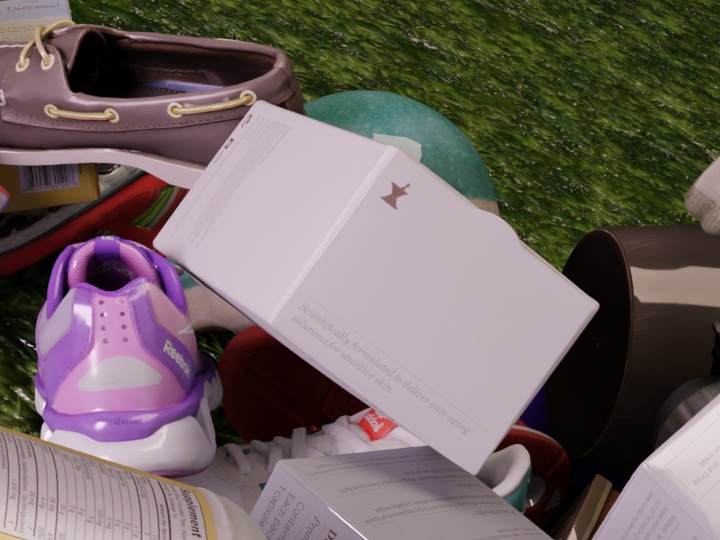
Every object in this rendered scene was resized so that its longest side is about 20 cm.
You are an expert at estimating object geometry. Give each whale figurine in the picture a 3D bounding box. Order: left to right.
[{"bbox_3d":[-0.027,-0.023,1.218,0.159,0.104,0.200,-3,-11,-45],"label":"whale figurine"}]

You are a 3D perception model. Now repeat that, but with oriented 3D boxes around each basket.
[{"bbox_3d":[0.202,0.048,1.243,0.199,0.181,0.136,7,-14,-16],"label":"basket"}]

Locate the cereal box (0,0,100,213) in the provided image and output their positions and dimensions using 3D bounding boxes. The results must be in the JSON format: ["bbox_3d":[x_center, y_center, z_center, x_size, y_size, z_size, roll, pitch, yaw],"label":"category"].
[{"bbox_3d":[-0.207,-0.080,1.253,0.143,0.040,0.200,-8,26,-6],"label":"cereal box"}]

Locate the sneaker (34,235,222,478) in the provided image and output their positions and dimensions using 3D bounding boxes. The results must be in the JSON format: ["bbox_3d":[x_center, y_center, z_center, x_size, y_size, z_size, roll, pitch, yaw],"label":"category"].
[{"bbox_3d":[-0.099,0.026,1.042,0.080,0.089,0.200,-9,10,-6],"label":"sneaker"}]

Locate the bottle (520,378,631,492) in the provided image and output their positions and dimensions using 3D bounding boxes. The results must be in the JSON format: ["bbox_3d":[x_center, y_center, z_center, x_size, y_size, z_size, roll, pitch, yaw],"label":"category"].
[{"bbox_3d":[0.165,0.100,1.324,0.200,0.065,0.084,24,14,-10],"label":"bottle"}]

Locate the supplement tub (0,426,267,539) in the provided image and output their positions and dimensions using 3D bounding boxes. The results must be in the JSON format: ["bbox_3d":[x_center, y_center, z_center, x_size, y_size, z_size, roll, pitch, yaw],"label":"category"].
[{"bbox_3d":[-0.112,0.122,0.775,0.200,0.146,0.145,20,20,-20],"label":"supplement tub"}]

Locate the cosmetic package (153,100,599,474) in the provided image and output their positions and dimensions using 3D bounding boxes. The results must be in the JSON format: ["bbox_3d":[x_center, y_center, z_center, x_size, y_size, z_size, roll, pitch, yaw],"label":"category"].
[{"bbox_3d":[0.000,0.000,1.009,0.108,0.085,0.200,38,-2,-18],"label":"cosmetic package"}]

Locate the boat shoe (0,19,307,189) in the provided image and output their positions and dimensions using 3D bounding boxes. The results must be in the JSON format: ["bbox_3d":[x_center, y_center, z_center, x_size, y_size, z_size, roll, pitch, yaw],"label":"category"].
[{"bbox_3d":[-0.119,-0.082,1.139,0.199,0.060,0.072,11,39,19],"label":"boat shoe"}]

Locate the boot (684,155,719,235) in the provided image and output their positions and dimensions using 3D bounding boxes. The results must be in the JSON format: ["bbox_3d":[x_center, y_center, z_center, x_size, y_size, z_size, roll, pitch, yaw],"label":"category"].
[{"bbox_3d":[0.205,-0.009,0.947,0.155,0.072,0.200,47,-17,0],"label":"boot"}]

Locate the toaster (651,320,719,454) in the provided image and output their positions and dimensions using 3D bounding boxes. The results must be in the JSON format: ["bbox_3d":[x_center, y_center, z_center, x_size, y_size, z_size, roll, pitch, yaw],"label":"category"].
[{"bbox_3d":[0.201,0.128,1.126,0.113,0.200,0.129,-16,38,-11],"label":"toaster"}]

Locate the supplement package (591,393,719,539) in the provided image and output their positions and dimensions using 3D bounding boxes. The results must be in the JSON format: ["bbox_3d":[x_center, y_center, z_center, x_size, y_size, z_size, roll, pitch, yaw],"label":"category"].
[{"bbox_3d":[0.195,0.131,0.932,0.117,0.117,0.200,-37,73,-26],"label":"supplement package"}]

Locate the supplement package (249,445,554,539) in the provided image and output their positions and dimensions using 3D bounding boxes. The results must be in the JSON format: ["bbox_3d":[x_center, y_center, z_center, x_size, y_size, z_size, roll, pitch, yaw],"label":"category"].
[{"bbox_3d":[0.045,0.166,0.916,0.200,0.114,0.109,37,20,29],"label":"supplement package"}]

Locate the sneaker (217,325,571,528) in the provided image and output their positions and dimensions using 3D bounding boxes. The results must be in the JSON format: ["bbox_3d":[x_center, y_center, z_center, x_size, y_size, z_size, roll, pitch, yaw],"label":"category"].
[{"bbox_3d":[-0.002,0.064,1.214,0.200,0.078,0.116,29,6,-33],"label":"sneaker"}]

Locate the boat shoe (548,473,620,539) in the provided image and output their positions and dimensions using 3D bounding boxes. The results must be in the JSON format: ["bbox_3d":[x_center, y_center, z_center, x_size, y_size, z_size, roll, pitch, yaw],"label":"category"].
[{"bbox_3d":[0.098,0.159,1.089,0.068,0.072,0.200,31,29,1],"label":"boat shoe"}]

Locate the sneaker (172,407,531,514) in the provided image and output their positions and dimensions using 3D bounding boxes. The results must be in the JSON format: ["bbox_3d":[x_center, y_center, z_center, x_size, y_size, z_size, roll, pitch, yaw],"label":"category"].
[{"bbox_3d":[-0.018,0.085,1.074,0.199,0.094,0.070,18,20,-23],"label":"sneaker"}]

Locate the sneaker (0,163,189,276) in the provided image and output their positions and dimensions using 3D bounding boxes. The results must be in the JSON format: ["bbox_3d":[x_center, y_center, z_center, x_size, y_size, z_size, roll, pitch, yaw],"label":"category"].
[{"bbox_3d":[-0.121,-0.030,1.277,0.077,0.085,0.200,7,26,36],"label":"sneaker"}]

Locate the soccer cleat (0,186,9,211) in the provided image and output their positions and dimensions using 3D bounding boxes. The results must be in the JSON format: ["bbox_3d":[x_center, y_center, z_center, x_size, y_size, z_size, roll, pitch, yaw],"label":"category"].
[{"bbox_3d":[-0.225,-0.081,1.125,0.200,0.073,0.068,57,2,25],"label":"soccer cleat"}]
